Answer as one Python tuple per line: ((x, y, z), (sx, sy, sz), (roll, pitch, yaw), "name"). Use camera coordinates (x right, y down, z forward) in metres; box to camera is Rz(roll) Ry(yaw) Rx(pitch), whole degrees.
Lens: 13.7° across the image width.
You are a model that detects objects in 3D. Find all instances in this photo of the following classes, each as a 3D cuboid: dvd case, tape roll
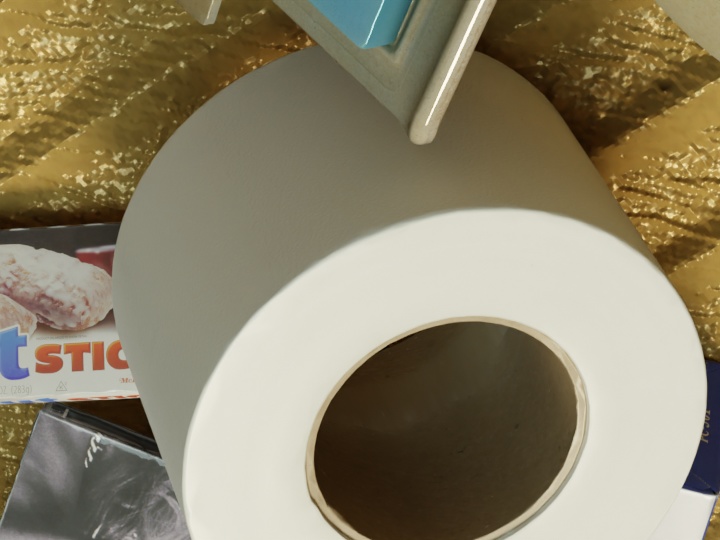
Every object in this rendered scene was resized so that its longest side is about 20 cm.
((-0.098, 0.163, 1.303), (0.149, 0.016, 0.200), (21, 120, -2), "dvd case")
((0.015, 0.029, 1.140), (0.202, 0.139, 0.203), (-9, 124, -13), "tape roll")

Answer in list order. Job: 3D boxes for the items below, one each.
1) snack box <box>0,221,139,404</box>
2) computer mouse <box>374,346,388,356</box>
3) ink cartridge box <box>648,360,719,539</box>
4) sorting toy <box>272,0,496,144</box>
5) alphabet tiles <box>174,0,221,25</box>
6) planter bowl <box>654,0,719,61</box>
((-0.154, 0.020, 1.248), (0.200, 0.024, 0.072), (-3, 82, 12), "snack box")
((0.000, 0.000, 1.231), (0.059, 0.034, 0.200), (25, 117, -23), "computer mouse")
((0.108, 0.139, 1.259), (0.044, 0.094, 0.200), (14, 123, 1), "ink cartridge box")
((-0.006, -0.171, 1.040), (0.200, 0.036, 0.185), (48, 130, 31), "sorting toy")
((-0.056, -0.196, 1.058), (0.167, 0.008, 0.200), (42, 127, 30), "alphabet tiles")
((0.146, -0.159, 0.994), (0.135, 0.200, 0.200), (21, 124, -6), "planter bowl")
